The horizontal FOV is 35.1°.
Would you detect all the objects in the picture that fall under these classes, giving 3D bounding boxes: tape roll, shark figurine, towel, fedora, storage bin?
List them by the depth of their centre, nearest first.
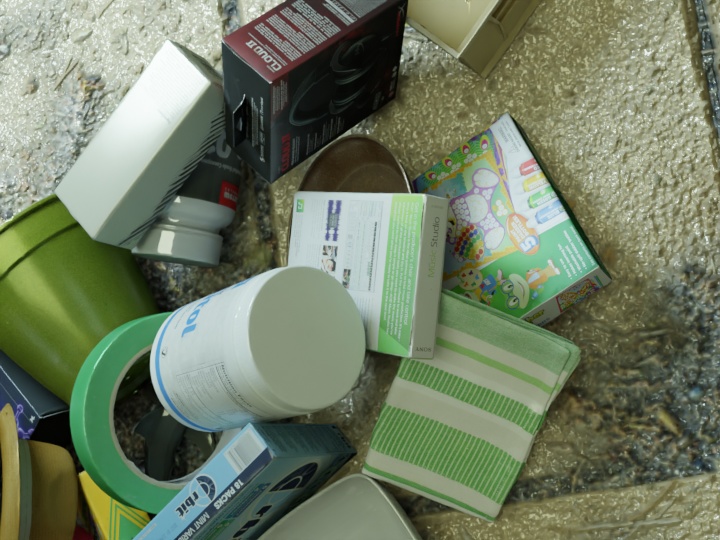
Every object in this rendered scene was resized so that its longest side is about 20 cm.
[{"bbox_3d":[0.100,0.130,1.063,0.151,0.023,0.202,21,111,-4],"label":"towel"},{"bbox_3d":[-0.190,0.144,1.153,0.048,0.198,0.203,-11,75,58],"label":"tape roll"},{"bbox_3d":[-0.335,0.235,1.156,0.200,0.081,0.203,-175,90,-65],"label":"fedora"},{"bbox_3d":[0.097,-0.336,1.161,0.200,0.094,0.199,39,98,23],"label":"storage bin"},{"bbox_3d":[-0.212,0.194,1.217,0.127,0.089,0.217,6,83,25],"label":"shark figurine"}]

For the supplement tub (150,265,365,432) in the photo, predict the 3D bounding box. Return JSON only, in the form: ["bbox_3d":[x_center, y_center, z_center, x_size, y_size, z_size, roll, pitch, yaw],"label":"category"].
[{"bbox_3d":[-0.101,0.077,1.063,0.199,0.131,0.134,-21,72,52],"label":"supplement tub"}]

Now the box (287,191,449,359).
[{"bbox_3d":[0.000,0.000,1.074,0.199,0.036,0.146,7,91,52],"label":"box"}]

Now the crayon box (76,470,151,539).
[{"bbox_3d":[-0.248,0.283,1.196,0.051,0.126,0.201,-22,68,-23],"label":"crayon box"}]

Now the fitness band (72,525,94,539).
[{"bbox_3d":[-0.279,0.363,1.199,0.200,0.037,0.145,51,143,33],"label":"fitness band"}]

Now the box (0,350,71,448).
[{"bbox_3d":[-0.417,0.141,1.297,0.200,0.079,0.142,44,114,22],"label":"box"}]

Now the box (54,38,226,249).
[{"bbox_3d":[-0.213,-0.125,1.149,0.200,0.068,0.082,-49,64,12],"label":"box"}]

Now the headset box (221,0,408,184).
[{"bbox_3d":[-0.052,-0.191,1.117,0.199,0.150,0.077,-38,66,-26],"label":"headset box"}]

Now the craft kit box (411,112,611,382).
[{"bbox_3d":[0.112,-0.020,1.111,0.197,0.048,0.201,-37,56,17],"label":"craft kit box"}]

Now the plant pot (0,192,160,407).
[{"bbox_3d":[-0.304,0.048,1.232,0.200,0.200,0.193,-43,80,11],"label":"plant pot"}]

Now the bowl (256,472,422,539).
[{"bbox_3d":[-0.007,0.323,1.117,0.199,0.075,0.201,-38,70,12],"label":"bowl"}]

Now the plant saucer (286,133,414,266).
[{"bbox_3d":[-0.002,-0.033,1.135,0.199,0.036,0.203,-8,79,49],"label":"plant saucer"}]

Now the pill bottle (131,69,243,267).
[{"bbox_3d":[-0.185,-0.110,1.235,0.113,0.114,0.203,6,85,23],"label":"pill bottle"}]

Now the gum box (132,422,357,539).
[{"bbox_3d":[-0.108,0.219,1.106,0.170,0.200,0.045,-45,69,11],"label":"gum box"}]
